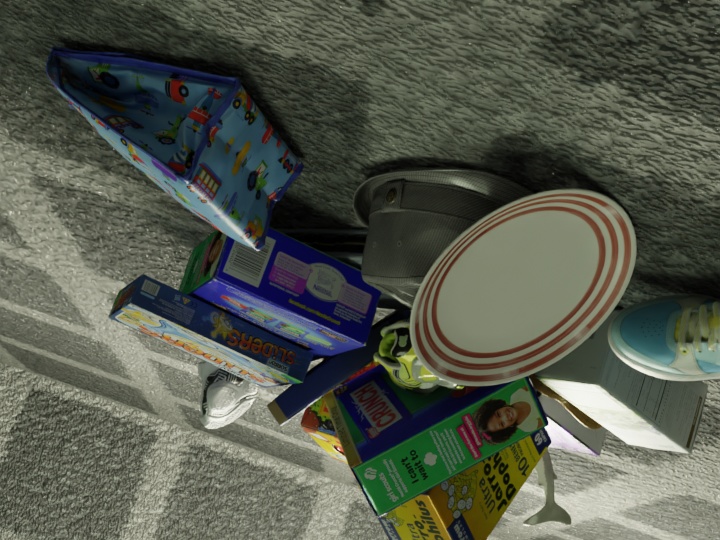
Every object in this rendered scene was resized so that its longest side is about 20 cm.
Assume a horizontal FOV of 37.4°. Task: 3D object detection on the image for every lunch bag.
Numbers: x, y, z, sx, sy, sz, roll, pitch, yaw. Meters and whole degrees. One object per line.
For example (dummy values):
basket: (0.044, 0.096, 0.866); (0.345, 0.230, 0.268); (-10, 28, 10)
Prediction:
lunch bag: (-0.172, -0.113, 0.903); (0.199, 0.095, 0.151); (22, 168, 24)

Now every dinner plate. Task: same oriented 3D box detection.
dinner plate: (0.127, 0.013, 0.845); (0.200, 0.200, 0.024); (36, -165, -43)

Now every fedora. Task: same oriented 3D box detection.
fedora: (0.073, -0.011, 0.914); (0.199, 0.091, 0.176); (2, 156, 44)

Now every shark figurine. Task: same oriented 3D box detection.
shark figurine: (0.248, 0.248, 1.494); (0.089, 0.215, 0.128); (-13, 151, -37)

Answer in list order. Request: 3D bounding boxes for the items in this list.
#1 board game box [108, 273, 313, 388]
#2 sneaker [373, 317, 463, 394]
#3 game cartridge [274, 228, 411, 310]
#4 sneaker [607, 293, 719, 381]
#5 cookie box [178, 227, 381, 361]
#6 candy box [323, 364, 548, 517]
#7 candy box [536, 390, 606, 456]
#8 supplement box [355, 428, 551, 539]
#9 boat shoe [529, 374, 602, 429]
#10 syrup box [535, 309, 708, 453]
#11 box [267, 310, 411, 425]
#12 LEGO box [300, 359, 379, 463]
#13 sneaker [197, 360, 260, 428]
board game box: (-0.163, 0.069, 1.142); (0.199, 0.035, 0.135); (26, 163, -17)
sneaker: (0.050, 0.073, 1.013); (0.076, 0.076, 0.200); (17, 167, -8)
game cartridge: (0.000, 0.000, 1.123); (0.199, 0.041, 0.133); (3, 153, 42)
sneaker: (0.298, 0.041, 0.858); (0.198, 0.080, 0.131); (3, 160, 19)
cookie box: (-0.092, 0.025, 1.114); (0.170, 0.076, 0.200); (25, 162, -16)
candy box: (0.072, 0.146, 1.115); (0.077, 0.199, 0.169); (61, 178, -22)
candy box: (0.187, 0.161, 1.339); (0.199, 0.072, 0.167); (2, 155, 43)
supplement box: (0.107, 0.211, 1.179); (0.109, 0.200, 0.109); (-2, 125, 45)
boat shoe: (0.203, 0.098, 1.140); (0.200, 0.071, 0.069); (48, 175, -35)
syrup box: (0.273, 0.115, 1.094); (0.078, 0.082, 0.199); (3, 157, 47)
box: (-0.004, 0.093, 1.177); (0.033, 0.199, 0.121); (56, -166, 1)
LEGO box: (-0.003, 0.180, 1.471); (0.076, 0.150, 0.200); (14, 162, 17)
sneaker: (-0.175, 0.096, 1.351); (0.075, 0.201, 0.115); (-2, -146, -40)
